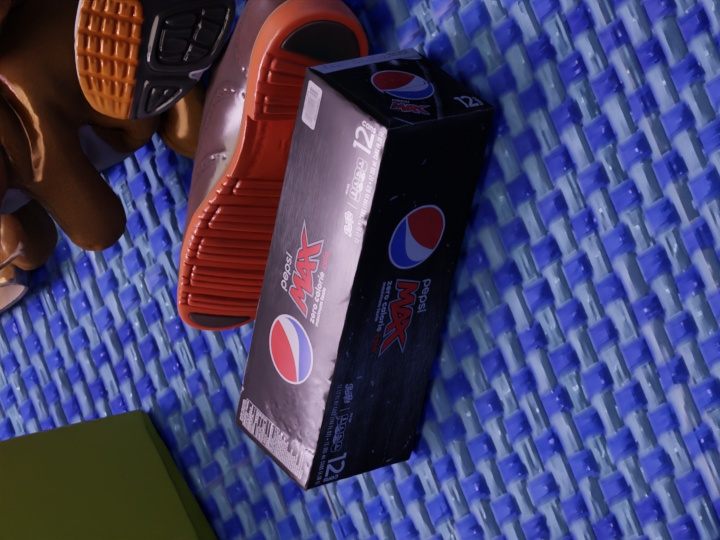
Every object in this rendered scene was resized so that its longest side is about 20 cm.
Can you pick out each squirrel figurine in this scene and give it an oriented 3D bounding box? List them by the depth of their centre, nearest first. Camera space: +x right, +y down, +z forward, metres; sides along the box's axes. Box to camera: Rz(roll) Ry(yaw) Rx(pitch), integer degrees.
[{"bbox_3d":[-0.198,-0.087,1.465,0.141,0.186,0.201,3,121,49],"label":"squirrel figurine"}]

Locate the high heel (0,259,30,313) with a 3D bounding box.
[{"bbox_3d":[-0.247,0.049,1.688,0.142,0.071,0.201,34,116,49],"label":"high heel"}]

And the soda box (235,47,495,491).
[{"bbox_3d":[0.000,0.000,1.364,0.063,0.071,0.201,39,129,37],"label":"soda box"}]

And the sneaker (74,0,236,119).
[{"bbox_3d":[-0.094,-0.173,1.425,0.092,0.075,0.201,-131,56,-75],"label":"sneaker"}]

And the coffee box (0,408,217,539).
[{"bbox_3d":[-0.185,0.223,1.556,0.200,0.199,0.198,59,138,23],"label":"coffee box"}]

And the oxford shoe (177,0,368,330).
[{"bbox_3d":[-0.048,-0.060,1.427,0.200,0.071,0.073,-67,31,30],"label":"oxford shoe"}]
